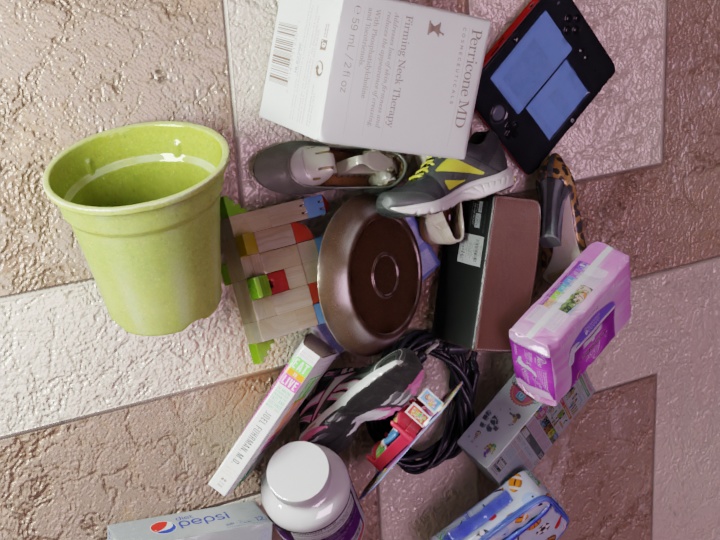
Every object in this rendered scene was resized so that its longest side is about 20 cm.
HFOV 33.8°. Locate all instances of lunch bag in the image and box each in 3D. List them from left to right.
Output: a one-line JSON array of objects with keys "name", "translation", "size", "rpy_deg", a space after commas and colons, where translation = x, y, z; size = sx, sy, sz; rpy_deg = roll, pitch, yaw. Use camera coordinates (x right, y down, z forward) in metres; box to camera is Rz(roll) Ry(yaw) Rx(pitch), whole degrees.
[{"name": "lunch bag", "translation": [0.191, 0.375, 1.672], "size": [0.200, 0.076, 0.160], "rpy_deg": [-39, 145, 2]}]

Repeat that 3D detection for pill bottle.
[{"name": "pill bottle", "translation": [-0.061, 0.289, 1.484], "size": [0.112, 0.112, 0.200], "rpy_deg": [-37, 149, -14]}]

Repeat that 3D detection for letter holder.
[{"name": "letter holder", "translation": [0.190, 0.001, 1.574], "size": [0.141, 0.100, 0.202], "rpy_deg": [5, 96, -32]}]

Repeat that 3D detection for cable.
[{"name": "cable", "translation": [0.083, 0.184, 1.612], "size": [0.162, 0.051, 0.202], "rpy_deg": [8, 101, -30]}]

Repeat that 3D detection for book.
[{"name": "book", "translation": [-0.109, 0.173, 1.448], "size": [0.048, 0.134, 0.201], "rpy_deg": [35, 94, 3]}]

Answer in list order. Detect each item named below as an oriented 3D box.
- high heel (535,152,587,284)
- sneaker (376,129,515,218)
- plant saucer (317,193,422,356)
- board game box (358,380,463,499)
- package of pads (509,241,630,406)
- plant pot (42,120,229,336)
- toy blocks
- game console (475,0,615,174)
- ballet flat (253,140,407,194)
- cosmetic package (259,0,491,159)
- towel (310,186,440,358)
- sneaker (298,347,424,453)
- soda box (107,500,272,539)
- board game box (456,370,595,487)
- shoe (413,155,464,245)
[{"name": "high heel", "translation": [0.286, -0.063, 1.651], "size": [0.200, 0.071, 0.144], "rpy_deg": [55, 38, -56]}, {"name": "sneaker", "translation": [0.097, -0.119, 1.457], "size": [0.199, 0.074, 0.085], "rpy_deg": [-19, 99, -31]}, {"name": "plant saucer", "translation": [0.021, 0.006, 1.461], "size": [0.200, 0.032, 0.202], "rpy_deg": [2, 88, -52]}, {"name": "board game box", "translation": [0.052, 0.205, 1.520], "size": [0.039, 0.158, 0.200], "rpy_deg": [42, 92, 3]}, {"name": "package of pads", "translation": [0.280, 0.069, 1.556], "size": [0.200, 0.075, 0.121], "rpy_deg": [-44, 139, -28]}, {"name": "plant pot", "translation": [-0.230, -0.037, 1.305], "size": [0.199, 0.200, 0.185], "rpy_deg": [-21, 125, -22]}, {"name": "toy blocks", "translation": [-0.086, -0.003, 1.429], "size": [0.136, 0.100, 0.202], "rpy_deg": [-15, 90, -27]}, {"name": "game console", "translation": [0.240, -0.253, 1.578], "size": [0.200, 0.031, 0.177], "rpy_deg": [-50, 121, -7]}, {"name": "ballet flat", "translation": [-0.032, -0.129, 1.441], "size": [0.199, 0.064, 0.068], "rpy_deg": [-1, 78, -30]}, {"name": "cosmetic package", "translation": [0.014, -0.234, 1.379], "size": [0.199, 0.166, 0.169], "rpy_deg": [4, 103, -31]}, {"name": "towel", "translation": [0.000, 0.000, 1.527], "size": [0.200, 0.024, 0.147], "rpy_deg": [-40, 118, -15]}, {"name": "sneaker", "translation": [-0.013, 0.150, 1.493], "size": [0.200, 0.087, 0.080], "rpy_deg": [-37, 138, 21]}, {"name": "soda box", "translation": [-0.213, 0.345, 1.486], "size": [0.199, 0.068, 0.064], "rpy_deg": [-5, 107, -28]}, {"name": "board game box", "translation": [0.236, 0.204, 1.662], "size": [0.200, 0.064, 0.148], "rpy_deg": [-48, 150, -7]}, {"name": "shoe", "translation": [0.106, -0.131, 1.520], "size": [0.069, 0.053, 0.202], "rpy_deg": [-11, 103, -29]}]
